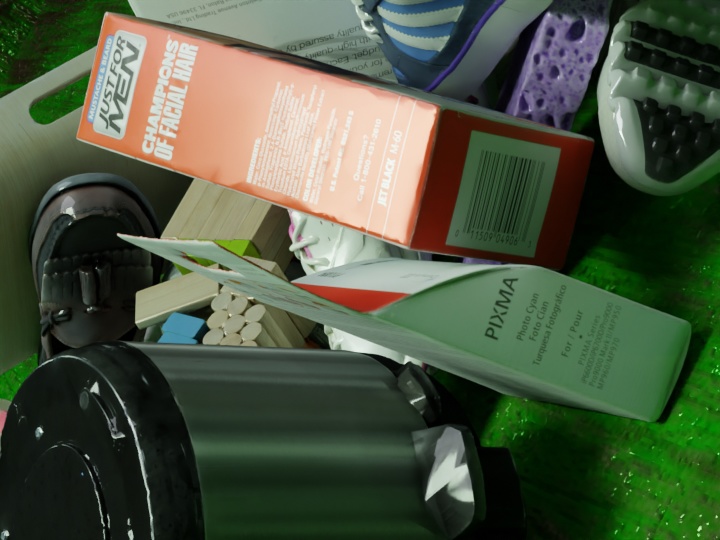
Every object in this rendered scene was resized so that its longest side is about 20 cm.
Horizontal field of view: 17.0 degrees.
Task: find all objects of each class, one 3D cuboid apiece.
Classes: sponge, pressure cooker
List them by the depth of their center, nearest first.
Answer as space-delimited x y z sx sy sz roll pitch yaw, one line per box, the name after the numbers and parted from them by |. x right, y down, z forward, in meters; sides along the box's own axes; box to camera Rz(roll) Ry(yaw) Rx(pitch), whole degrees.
-0.035 0.115 0.984 0.176 0.200 0.179 34 115 53 | pressure cooker
0.079 -0.070 1.114 0.112 0.030 0.200 -77 2 -48 | sponge

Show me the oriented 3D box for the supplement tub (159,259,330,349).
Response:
-0.036 -0.012 1.298 0.123 0.123 0.200 -39 26 49 | supplement tub

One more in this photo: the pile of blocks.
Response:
-0.060 0.037 1.158 0.082 0.062 0.200 -17 42 18 | pile of blocks

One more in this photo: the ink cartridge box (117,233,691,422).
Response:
0.014 0.005 0.995 0.047 0.200 0.160 -69 18 -5 | ink cartridge box

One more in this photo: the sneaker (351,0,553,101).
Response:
0.007 -0.148 1.048 0.200 0.146 0.081 140 151 -69 | sneaker

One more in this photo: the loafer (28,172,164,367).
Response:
-0.138 0.028 1.276 0.200 0.072 0.063 102 161 -54 | loafer

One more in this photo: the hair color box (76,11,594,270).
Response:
-0.013 -0.057 1.041 0.200 0.111 0.064 18 97 39 | hair color box

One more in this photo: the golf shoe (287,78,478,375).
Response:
0.000 0.000 1.138 0.075 0.092 0.200 113 169 -67 | golf shoe

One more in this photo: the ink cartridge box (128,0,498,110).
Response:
-0.028 -0.139 1.182 0.145 0.200 0.084 -15 43 11 | ink cartridge box

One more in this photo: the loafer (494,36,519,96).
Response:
0.118 -0.172 1.229 0.200 0.063 0.072 -52 18 24 | loafer

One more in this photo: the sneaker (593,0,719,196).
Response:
0.134 -0.090 1.058 0.200 0.075 0.081 -76 10 -50 | sneaker

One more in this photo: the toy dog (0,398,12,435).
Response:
-0.137 0.121 1.190 0.194 0.200 0.140 119 162 -46 | toy dog

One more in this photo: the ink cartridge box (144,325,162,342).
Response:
-0.120 0.104 1.410 0.200 0.085 0.146 -45 22 34 | ink cartridge box

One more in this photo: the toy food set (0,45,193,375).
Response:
-0.160 -0.038 1.312 0.143 0.060 0.200 -33 -26 -25 | toy food set
